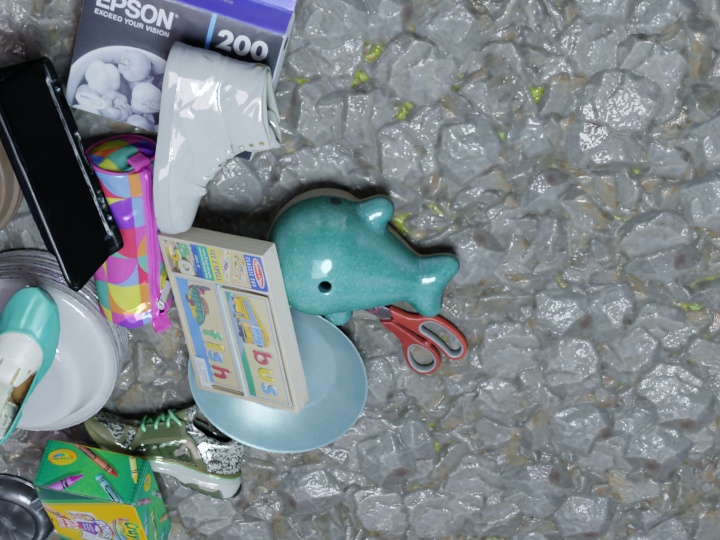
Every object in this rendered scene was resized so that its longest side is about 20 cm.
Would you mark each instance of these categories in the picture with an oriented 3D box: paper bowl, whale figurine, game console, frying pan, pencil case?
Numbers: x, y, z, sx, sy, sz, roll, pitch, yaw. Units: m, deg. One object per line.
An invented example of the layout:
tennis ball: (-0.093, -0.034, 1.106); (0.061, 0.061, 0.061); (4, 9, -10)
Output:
paper bowl: (-0.357, 0.087, 1.624); (0.198, 0.105, 0.203); (4, 123, 6)
whale figurine: (0.000, 0.000, 1.525); (0.198, 0.104, 0.160); (19, 120, -10)
game console: (-0.318, -0.089, 1.440); (0.175, 0.116, 0.202); (-3, 113, 45)
frying pan: (-0.388, 0.290, 1.805); (0.188, 0.031, 0.116); (-7, 123, 14)
pencil case: (-0.235, -0.037, 1.542); (0.087, 0.089, 0.202); (1, 123, 6)

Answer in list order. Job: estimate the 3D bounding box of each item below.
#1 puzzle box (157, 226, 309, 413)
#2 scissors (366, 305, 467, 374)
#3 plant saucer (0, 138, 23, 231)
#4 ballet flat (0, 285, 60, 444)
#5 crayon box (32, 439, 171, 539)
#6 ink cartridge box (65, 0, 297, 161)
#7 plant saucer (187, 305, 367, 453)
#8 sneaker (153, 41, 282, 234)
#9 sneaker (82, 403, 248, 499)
puzzle box: (-0.128, 0.050, 1.540); (0.132, 0.025, 0.202); (10, 129, 29)
scissors: (0.028, 0.040, 1.604); (0.200, 0.014, 0.073); (41, 121, -17)
plant saucer: (-0.447, -0.105, 1.556); (0.197, 0.030, 0.202); (4, 123, 5)
ballet flat: (-0.358, 0.109, 1.534); (0.067, 0.071, 0.201); (24, 122, -7)
crayon box: (-0.289, 0.267, 1.705); (0.117, 0.059, 0.201); (10, 150, 8)
ink cartridge box: (-0.170, -0.222, 1.440); (0.196, 0.044, 0.202); (16, 122, -4)
plant saucer: (-0.088, 0.110, 1.646); (0.198, 0.039, 0.203); (3, 123, 5)
sneaker: (-0.134, -0.112, 1.439); (0.114, 0.074, 0.202); (12, 125, 2)
sneaker: (-0.214, 0.182, 1.699); (0.198, 0.077, 0.089); (21, 104, -11)
